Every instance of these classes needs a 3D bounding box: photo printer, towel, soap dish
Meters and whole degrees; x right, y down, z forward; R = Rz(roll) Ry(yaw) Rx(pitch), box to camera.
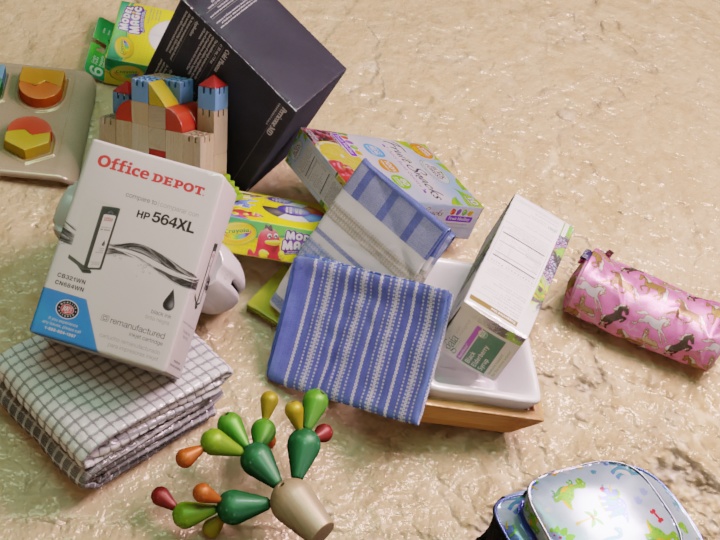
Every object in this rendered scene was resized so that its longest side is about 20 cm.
[{"bbox_3d":[-0.219,-0.017,1.578,0.198,0.166,0.070,23,80,5],"label":"photo printer"},{"bbox_3d":[-0.026,0.068,1.651,0.199,0.018,0.086,31,45,13],"label":"towel"},{"bbox_3d":[0.108,0.083,1.614,0.155,0.082,0.202,9,47,-21],"label":"soap dish"},{"bbox_3d":[0.000,0.000,1.593,0.147,0.201,0.024,39,13,25],"label":"towel"},{"bbox_3d":[-0.254,0.118,1.504,0.199,0.086,0.165,-29,55,-36],"label":"towel"},{"bbox_3d":[-0.005,0.069,1.550,0.198,0.024,0.147,13,86,32],"label":"towel"}]

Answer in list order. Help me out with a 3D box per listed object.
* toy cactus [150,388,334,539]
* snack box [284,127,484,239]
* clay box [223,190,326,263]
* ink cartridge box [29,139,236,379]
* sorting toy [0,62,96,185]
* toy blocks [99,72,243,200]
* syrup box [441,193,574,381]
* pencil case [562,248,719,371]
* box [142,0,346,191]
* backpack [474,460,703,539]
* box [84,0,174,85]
[{"bbox_3d":[-0.092,0.210,1.457,0.199,0.103,0.165,-33,61,-26],"label":"toy cactus"},{"bbox_3d":[0.029,-0.102,1.725,0.198,0.053,0.143,4,35,-39],"label":"snack box"},{"bbox_3d":[-0.071,-0.045,1.682,0.197,0.048,0.115,8,18,-6],"label":"clay box"},{"bbox_3d":[-0.222,-0.012,1.449,0.144,0.084,0.203,15,82,6],"label":"ink cartridge box"},{"bbox_3d":[-0.424,-0.187,1.751,0.197,0.037,0.187,8,49,-8],"label":"sorting toy"},{"bbox_3d":[-0.226,-0.162,1.676,0.198,0.139,0.100,13,21,29],"label":"toy blocks"},{"bbox_3d":[0.157,0.016,1.584,0.081,0.079,0.201,30,44,-1],"label":"syrup box"},{"bbox_3d":[0.338,0.045,1.720,0.198,0.087,0.083,25,17,7],"label":"pencil case"},{"bbox_3d":[-0.144,-0.219,1.713,0.182,0.200,0.104,45,53,2],"label":"box"},{"bbox_3d":[0.240,0.281,1.450,0.198,0.148,0.184,-13,57,-27],"label":"backpack"},{"bbox_3d":[-0.245,-0.279,1.869,0.197,0.049,0.118,9,49,-5],"label":"box"}]
